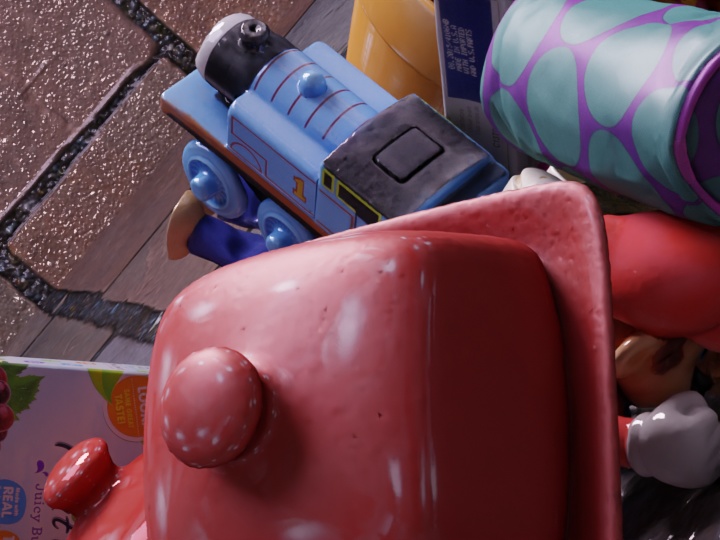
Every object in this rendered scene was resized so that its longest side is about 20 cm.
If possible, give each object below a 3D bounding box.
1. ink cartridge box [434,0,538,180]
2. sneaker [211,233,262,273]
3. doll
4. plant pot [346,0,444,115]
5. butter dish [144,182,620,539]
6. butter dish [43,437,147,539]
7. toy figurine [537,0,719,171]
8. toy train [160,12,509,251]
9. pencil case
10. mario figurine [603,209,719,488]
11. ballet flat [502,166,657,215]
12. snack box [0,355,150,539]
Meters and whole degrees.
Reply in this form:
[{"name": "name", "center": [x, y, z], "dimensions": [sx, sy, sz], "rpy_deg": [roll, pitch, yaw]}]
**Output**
[{"name": "ink cartridge box", "center": [0.088, -0.147, 1.413], "dimensions": [0.200, 0.040, 0.200], "rpy_deg": [82, -154, -52]}, {"name": "sneaker", "center": [-0.003, 0.013, 1.532], "dimensions": [0.200, 0.075, 0.106], "rpy_deg": [22, 66, 43]}, {"name": "doll", "center": [0.000, 0.000, 1.466], "dimensions": [0.137, 0.199, 0.049], "rpy_deg": [-62, -15, -47]}, {"name": "plant pot", "center": [0.074, -0.151, 1.716], "dimensions": [0.200, 0.200, 0.183], "rpy_deg": [-57, -3, -38]}, {"name": "butter dish", "center": [-0.015, 0.063, 1.058], "dimensions": [0.199, 0.148, 0.201], "rpy_deg": [-14, 68, 38]}, {"name": "butter dish", "center": [-0.098, 0.145, 1.433], "dimensions": [0.200, 0.148, 0.200], "rpy_deg": [-54, 12, -21]}, {"name": "toy figurine", "center": [0.151, -0.113, 1.416], "dimensions": [0.184, 0.150, 0.200], "rpy_deg": [-61, 4, -9]}, {"name": "toy train", "center": [-0.014, -0.053, 1.400], "dimensions": [0.087, 0.200, 0.114], "rpy_deg": [-36, -27, -28]}, {"name": "pencil case", "center": [0.124, -0.072, 1.139], "dimensions": [0.092, 0.085, 0.200], "rpy_deg": [-22, 18, -17]}, {"name": "mario figurine", "center": [0.107, 0.062, 1.145], "dimensions": [0.106, 0.124, 0.200], "rpy_deg": [3, -47, -48]}, {"name": "ballet flat", "center": [0.097, -0.021, 1.232], "dimensions": [0.071, 0.071, 0.200], "rpy_deg": [-42, -14, 33]}, {"name": "snack box", "center": [-0.181, 0.150, 1.529], "dimensions": [0.053, 0.142, 0.201], "rpy_deg": [-171, 86, -75]}]
